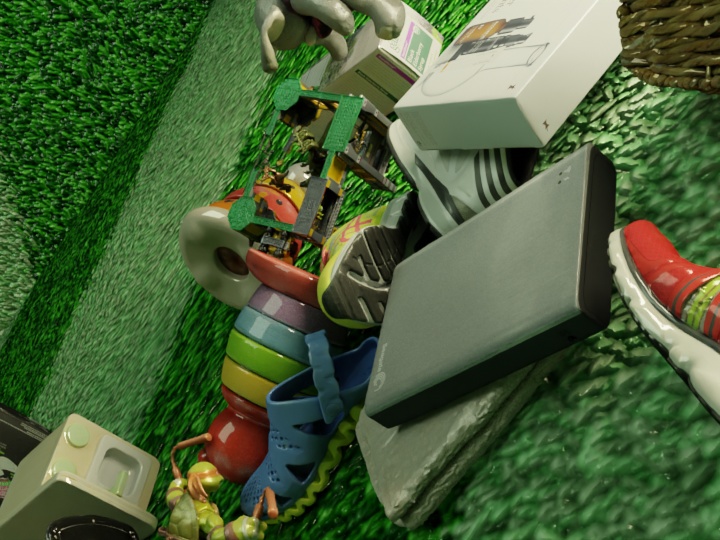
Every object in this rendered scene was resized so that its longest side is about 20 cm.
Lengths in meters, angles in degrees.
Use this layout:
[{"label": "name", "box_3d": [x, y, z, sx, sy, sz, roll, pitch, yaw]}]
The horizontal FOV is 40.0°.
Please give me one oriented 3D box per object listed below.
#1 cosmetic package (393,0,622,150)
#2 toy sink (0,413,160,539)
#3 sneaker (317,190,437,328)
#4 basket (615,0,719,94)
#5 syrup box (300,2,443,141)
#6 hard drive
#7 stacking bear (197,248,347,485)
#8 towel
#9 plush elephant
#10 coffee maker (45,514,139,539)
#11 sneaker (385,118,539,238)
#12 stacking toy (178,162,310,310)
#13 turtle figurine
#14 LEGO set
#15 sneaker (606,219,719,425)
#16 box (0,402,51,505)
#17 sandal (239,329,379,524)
[{"label": "cosmetic package", "box_3d": [0.139, -0.181, 0.792, 0.201, 0.052, 0.150, -50, 30, -20]}, {"label": "toy sink", "box_3d": [-0.321, 0.257, 1.156, 0.199, 0.129, 0.113, -38, 28, 40]}, {"label": "sneaker", "box_3d": [0.000, 0.000, 0.826, 0.089, 0.079, 0.200, -18, 12, 25]}, {"label": "basket", "box_3d": [0.270, -0.177, 0.591, 0.199, 0.147, 0.146, -5, 88, 62]}, {"label": "syrup box", "box_3d": [0.003, -0.226, 1.171, 0.199, 0.081, 0.080, -25, 40, 49]}, {"label": "hard drive", "box_3d": [0.086, 0.016, 0.676, 0.199, 0.033, 0.141, -34, 32, 43]}, {"label": "stacking bear", "box_3d": [-0.081, 0.099, 0.908, 0.203, 0.120, 0.114, -68, 16, 0]}, {"label": "towel", "box_3d": [0.073, 0.078, 0.705, 0.201, 0.034, 0.133, -51, 24, 13]}, {"label": "plush elephant", "box_3d": [-0.050, -0.290, 1.074, 0.155, 0.197, 0.167, 123, 158, -47]}, {"label": "coffee maker", "box_3d": [-0.304, 0.371, 0.970, 0.200, 0.134, 0.194, -45, 26, 28]}, {"label": "sneaker", "box_3d": [0.096, -0.102, 0.860, 0.115, 0.075, 0.202, -41, 34, 15]}, {"label": "stacking toy", "box_3d": [-0.109, -0.064, 1.171, 0.145, 0.146, 0.201, -30, 20, 48]}, {"label": "turtle figurine", "box_3d": [-0.131, 0.230, 0.818, 0.199, 0.064, 0.165, 8, 95, 54]}, {"label": "LEGO set", "box_3d": [-0.035, -0.091, 1.016, 0.152, 0.115, 0.204, 4, 73, 36]}, {"label": "sneaker", "box_3d": [0.194, 0.027, 0.495, 0.085, 0.077, 0.201, -40, 33, 10]}, {"label": "box", "box_3d": [-0.630, 0.339, 1.689, 0.202, 0.124, 0.148, -62, 23, -13]}, {"label": "sandal", "box_3d": [-0.046, 0.123, 0.824, 0.201, 0.086, 0.080, -54, 25, 12]}]
